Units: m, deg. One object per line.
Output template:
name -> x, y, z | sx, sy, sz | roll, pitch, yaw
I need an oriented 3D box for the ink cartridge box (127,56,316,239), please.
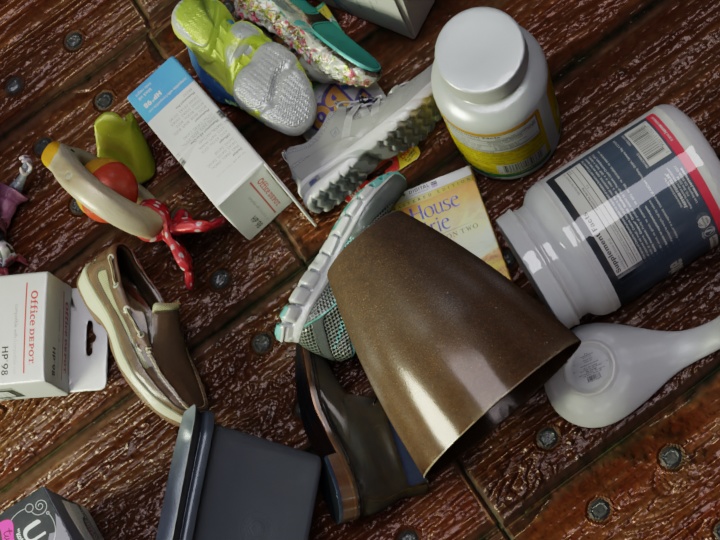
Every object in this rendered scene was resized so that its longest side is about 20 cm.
ink cartridge box -> -0.139, -0.109, 1.587 | 0.067, 0.116, 0.200 | -40, 69, 0

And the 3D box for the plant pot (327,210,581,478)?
plant pot -> 0.067, 0.050, 1.425 | 0.186, 0.187, 0.201 | -40, 78, 0

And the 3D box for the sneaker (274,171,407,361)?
sneaker -> 0.000, 0.000, 1.525 | 0.091, 0.078, 0.201 | 32, 84, -2

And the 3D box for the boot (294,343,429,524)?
boot -> -0.003, 0.145, 1.523 | 0.096, 0.075, 0.202 | -8, 61, -15

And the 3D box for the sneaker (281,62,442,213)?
sneaker -> 0.006, -0.149, 1.559 | 0.199, 0.075, 0.082 | -37, 70, -1

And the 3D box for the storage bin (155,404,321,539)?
storage bin -> -0.121, 0.245, 1.485 | 0.133, 0.146, 0.203 | 14, 76, -11

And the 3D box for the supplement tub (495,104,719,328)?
supplement tub -> 0.241, -0.048, 1.465 | 0.199, 0.140, 0.141 | -32, 70, 3

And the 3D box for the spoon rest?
spoon rest -> 0.265, 0.082, 1.475 | 0.198, 0.060, 0.101 | -22, 69, 21

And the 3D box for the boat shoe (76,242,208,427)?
boat shoe -> -0.209, 0.060, 1.565 | 0.075, 0.074, 0.203 | -45, 74, 27

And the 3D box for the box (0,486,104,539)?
box -> -0.278, 0.327, 1.491 | 0.114, 0.132, 0.201 | -32, 70, -1

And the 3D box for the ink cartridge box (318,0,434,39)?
ink cartridge box -> -0.009, -0.358, 1.610 | 0.198, 0.145, 0.149 | 25, 82, 19

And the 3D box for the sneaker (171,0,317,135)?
sneaker -> -0.113, -0.199, 1.616 | 0.075, 0.105, 0.200 | -38, 70, -11

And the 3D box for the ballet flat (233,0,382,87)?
ballet flat -> -0.058, -0.236, 1.613 | 0.200, 0.075, 0.064 | 44, 117, 25

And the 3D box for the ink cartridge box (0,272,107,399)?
ink cartridge box -> -0.363, 0.069, 1.610 | 0.197, 0.067, 0.117 | -6, 73, 12

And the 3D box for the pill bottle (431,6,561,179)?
pill bottle -> 0.128, -0.170, 1.494 | 0.111, 0.200, 0.114 | -4, 74, 12

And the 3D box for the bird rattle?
bird rattle -> -0.241, -0.067, 1.586 | 0.113, 0.162, 0.201 | -48, 59, 16

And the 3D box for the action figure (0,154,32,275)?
action figure -> -0.426, -0.071, 1.655 | 0.148, 0.134, 0.201 | -26, 97, 42

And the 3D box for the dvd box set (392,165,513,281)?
dvd box set -> 0.077, 0.014, 1.546 | 0.145, 0.029, 0.202 | -21, 71, 7

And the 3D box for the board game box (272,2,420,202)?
board game box -> -0.026, -0.174, 1.627 | 0.095, 0.030, 0.201 | -33, 72, 2
